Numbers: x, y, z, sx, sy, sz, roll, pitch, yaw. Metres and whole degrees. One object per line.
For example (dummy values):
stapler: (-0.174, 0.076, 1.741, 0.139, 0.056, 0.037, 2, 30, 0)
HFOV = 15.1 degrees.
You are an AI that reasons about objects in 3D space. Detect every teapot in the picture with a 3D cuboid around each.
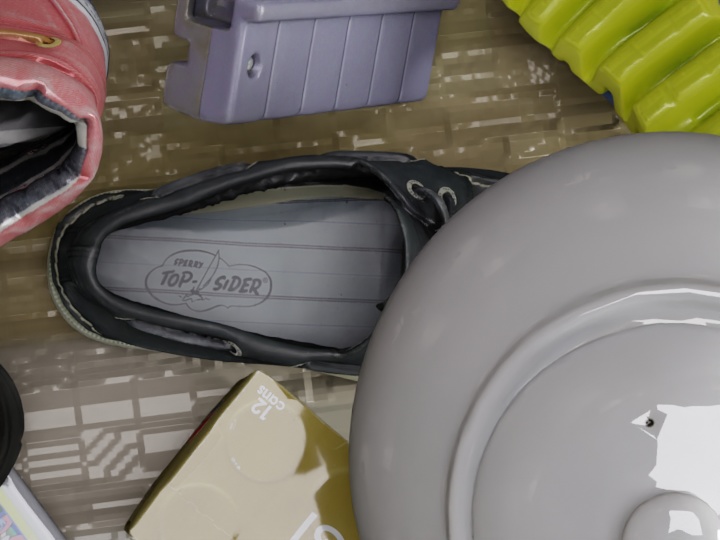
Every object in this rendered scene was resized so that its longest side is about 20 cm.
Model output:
teapot: (0.088, 0.054, 0.752, 0.196, 0.146, 0.201, 2, 97, 4)

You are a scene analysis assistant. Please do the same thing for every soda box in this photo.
soda box: (0.020, 0.120, 0.864, 0.200, 0.064, 0.068, 39, 83, -2)

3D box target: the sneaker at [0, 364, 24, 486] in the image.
sneaker: (-0.182, 0.096, 0.810, 0.076, 0.091, 0.200, 40, 84, -3)

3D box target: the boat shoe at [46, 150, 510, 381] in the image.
boat shoe: (0.000, -0.002, 0.870, 0.198, 0.066, 0.075, 6, 85, -6)

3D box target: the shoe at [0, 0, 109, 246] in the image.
shoe: (-0.169, -0.039, 0.770, 0.199, 0.091, 0.072, -9, 114, -3)

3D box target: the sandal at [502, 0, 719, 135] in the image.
sandal: (0.104, -0.075, 0.885, 0.079, 0.087, 0.201, -31, 70, 17)

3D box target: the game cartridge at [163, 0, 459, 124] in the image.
game cartridge: (0.001, -0.147, 0.831, 0.038, 0.129, 0.201, 18, 105, 31)

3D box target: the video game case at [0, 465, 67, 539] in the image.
video game case: (-0.167, 0.140, 0.864, 0.182, 0.022, 0.200, -36, 89, -7)
